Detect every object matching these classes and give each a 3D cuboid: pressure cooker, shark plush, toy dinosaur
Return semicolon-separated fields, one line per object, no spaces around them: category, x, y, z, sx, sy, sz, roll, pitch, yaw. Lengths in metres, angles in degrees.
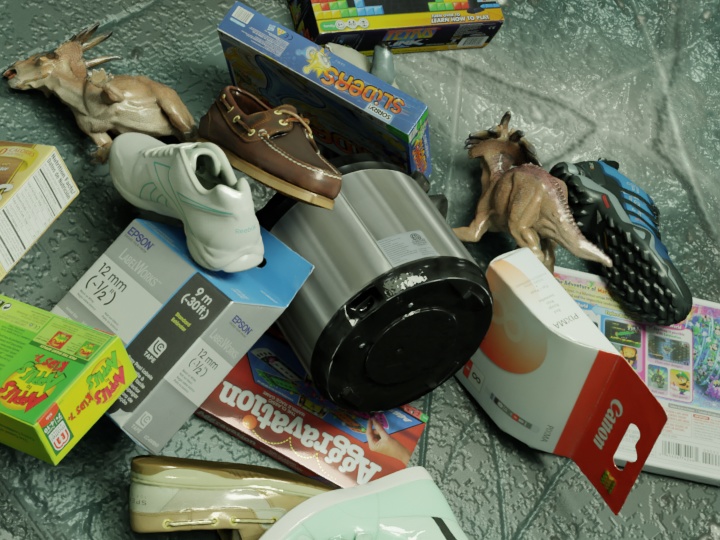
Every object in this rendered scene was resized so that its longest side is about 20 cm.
pressure cooker;0.001;-0.002;1.572;0.176;0.179;0.200;23;26;-51
shark plush;0.008;-0.122;1.729;0.083;0.091;0.200;-19;94;-7
toy dinosaur;0.149;-0.068;1.678;0.086;0.200;0.136;12;99;-41
toy dinosaur;-0.208;-0.150;1.638;0.200;0.086;0.136;24;23;-26

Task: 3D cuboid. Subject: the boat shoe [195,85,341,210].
boat shoe;-0.075;-0.106;1.514;0.070;0.200;0.070;23;94;-39

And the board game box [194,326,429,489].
board game box;-0.047;0.122;1.597;0.200;0.019;0.103;29;60;-5

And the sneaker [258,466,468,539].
sneaker;0.007;0.238;1.487;0.200;0.074;0.118;-19;54;-32

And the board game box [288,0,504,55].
board game box;0.024;-0.296;1.799;0.200;0.057;0.166;-8;70;-23

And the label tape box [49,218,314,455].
label tape box;-0.155;0.029;1.497;0.200;0.066;0.143;-50;52;-4

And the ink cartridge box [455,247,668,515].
ink cartridge box;0.165;0.104;1.577;0.050;0.162;0.200;-21;59;-27

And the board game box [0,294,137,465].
board game box;-0.285;0.076;1.450;0.200;0.048;0.102;17;52;35

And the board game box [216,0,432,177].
board game box;-0.030;-0.151;1.636;0.200;0.135;0.034;30;74;15

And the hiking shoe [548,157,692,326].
hiking shoe;0.261;-0.037;1.736;0.087;0.074;0.200;-17;59;-31

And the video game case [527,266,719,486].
video game case;0.254;0.097;1.716;0.200;0.024;0.182;12;62;-13

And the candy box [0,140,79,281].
candy box;-0.336;-0.024;1.500;0.115;0.055;0.200;8;48;34

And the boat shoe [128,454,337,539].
boat shoe;-0.102;0.196;1.517;0.200;0.074;0.067;11;90;-27

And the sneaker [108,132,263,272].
sneaker;-0.141;-0.077;1.508;0.070;0.080;0.200;-20;39;-32
